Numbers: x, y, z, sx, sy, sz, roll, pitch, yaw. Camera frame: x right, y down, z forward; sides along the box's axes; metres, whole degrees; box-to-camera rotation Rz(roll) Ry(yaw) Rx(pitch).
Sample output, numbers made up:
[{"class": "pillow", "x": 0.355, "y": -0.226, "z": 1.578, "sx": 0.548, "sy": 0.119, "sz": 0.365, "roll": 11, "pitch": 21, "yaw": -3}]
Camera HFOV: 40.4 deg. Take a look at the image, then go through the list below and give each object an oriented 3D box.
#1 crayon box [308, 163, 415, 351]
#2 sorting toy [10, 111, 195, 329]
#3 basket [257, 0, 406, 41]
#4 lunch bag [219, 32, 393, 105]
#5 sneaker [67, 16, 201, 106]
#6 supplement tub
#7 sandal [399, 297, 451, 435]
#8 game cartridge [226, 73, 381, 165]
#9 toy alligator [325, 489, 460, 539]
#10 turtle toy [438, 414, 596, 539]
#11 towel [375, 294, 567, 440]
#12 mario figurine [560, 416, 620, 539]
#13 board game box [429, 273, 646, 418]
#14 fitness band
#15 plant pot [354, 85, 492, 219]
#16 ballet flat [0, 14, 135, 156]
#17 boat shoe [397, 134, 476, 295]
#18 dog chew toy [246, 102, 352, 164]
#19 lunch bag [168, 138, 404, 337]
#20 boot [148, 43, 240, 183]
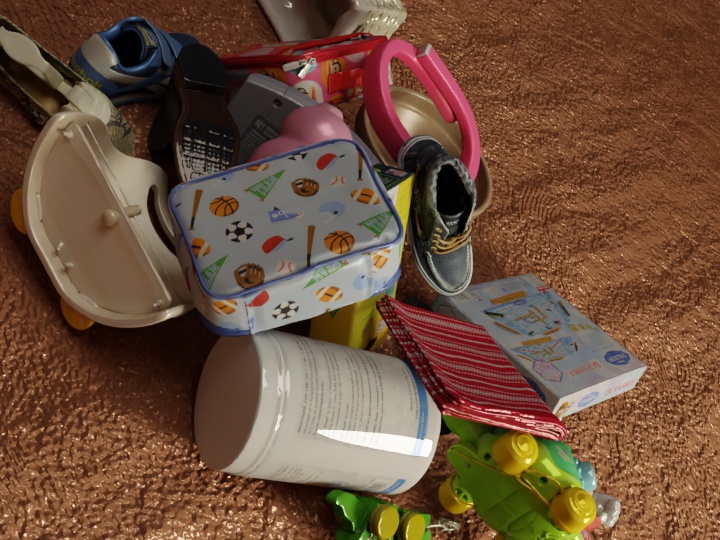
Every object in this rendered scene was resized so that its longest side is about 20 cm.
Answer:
[{"class": "crayon box", "x": 0.000, "y": 0.000, "z": 1.023, "sx": 0.050, "sy": 0.202, "sz": 0.127, "roll": 15, "pitch": 21, "yaw": 18}, {"class": "sorting toy", "x": -0.211, "y": -0.037, "z": 0.922, "sx": 0.201, "sy": 0.106, "sz": 0.180, "roll": 61, "pitch": 25, "yaw": 5}, {"class": "basket", "x": -0.047, "y": -0.380, "z": 1.324, "sx": 0.123, "sy": 0.135, "sz": 0.201, "roll": -11, "pitch": 66, "yaw": -48}, {"class": "lunch bag", "x": -0.055, "y": -0.231, "z": 1.158, "sx": 0.200, "sy": 0.175, "sz": 0.083, "roll": -28, "pitch": 117, "yaw": -51}, {"class": "sneaker", "x": -0.233, "y": -0.233, "z": 1.074, "sx": 0.074, "sy": 0.082, "sz": 0.200, "roll": 48, "pitch": 38, "yaw": 6}, {"class": "supplement tub", "x": -0.037, "y": 0.131, "z": 0.903, "sx": 0.199, "sy": 0.132, "sz": 0.133, "roll": 17, "pitch": 48, "yaw": -33}, {"class": "sandal", "x": 0.071, "y": 0.112, "z": 1.093, "sx": 0.075, "sy": 0.045, "sz": 0.201, "roll": 30, "pitch": 29, "yaw": -27}, {"class": "game cartridge", "x": -0.068, "y": -0.119, "z": 1.083, "sx": 0.200, "sy": 0.133, "sz": 0.041, "roll": 38, "pitch": 33, "yaw": -11}, {"class": "toy alligator", "x": 0.031, "y": 0.251, "z": 0.930, "sx": 0.199, "sy": 0.059, "sz": 0.055, "roll": 28, "pitch": 76, "yaw": -45}, {"class": "turtle toy", "x": 0.150, "y": 0.192, "z": 0.972, "sx": 0.200, "sy": 0.146, "sz": 0.101, "roll": 46, "pitch": 47, "yaw": 5}, {"class": "towel", "x": 0.106, "y": 0.092, "z": 0.962, "sx": 0.144, "sy": 0.023, "sz": 0.200, "roll": 17, "pitch": 21, "yaw": -27}, {"class": "mario figurine", "x": 0.221, "y": 0.218, "z": 1.077, "sx": 0.122, "sy": 0.107, "sz": 0.201, "roll": -5, "pitch": 45, "yaw": -2}, {"class": "board game box", "x": 0.214, "y": 0.086, "z": 1.184, "sx": 0.199, "sy": 0.041, "sz": 0.199, "roll": -9, "pitch": 42, "yaw": -45}, {"class": "fitness band", "x": 0.074, "y": -0.176, "z": 1.136, "sx": 0.200, "sy": 0.037, "sz": 0.144, "roll": 50, "pitch": 46, "yaw": -30}, {"class": "plant pot", "x": 0.062, "y": -0.127, "z": 1.240, "sx": 0.200, "sy": 0.093, "sz": 0.202, "roll": 24, "pitch": 46, "yaw": -26}, {"class": "ballet flat", "x": -0.307, "y": -0.182, "z": 0.968, "sx": 0.200, "sy": 0.075, "sz": 0.068, "roll": 40, "pitch": 68, "yaw": -9}, {"class": "boat shoe", "x": 0.093, "y": -0.046, "z": 1.083, "sx": 0.091, "sy": 0.070, "sz": 0.202, "roll": -130, "pitch": -161, "yaw": -60}, {"class": "dog chew toy", "x": -0.073, "y": -0.078, "z": 1.001, "sx": 0.124, "sy": 0.124, "sz": 0.201, "roll": 28, "pitch": 85, "yaw": -21}, {"class": "lunch bag", "x": -0.063, "y": -0.036, "z": 0.866, "sx": 0.198, "sy": 0.076, "sz": 0.161, "roll": -17, "pitch": 53, "yaw": -15}, {"class": "boot", "x": -0.178, "y": -0.133, "z": 1.035, "sx": 0.074, "sy": 0.097, "sz": 0.201, "roll": 12, "pitch": 55, "yaw": -27}]
